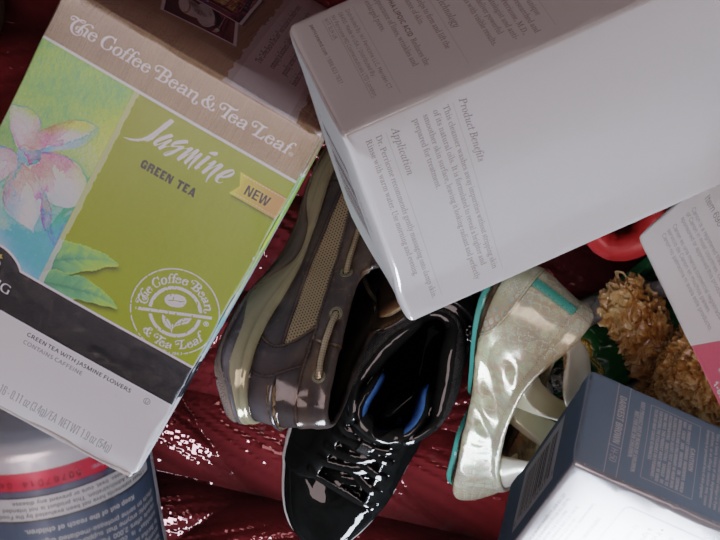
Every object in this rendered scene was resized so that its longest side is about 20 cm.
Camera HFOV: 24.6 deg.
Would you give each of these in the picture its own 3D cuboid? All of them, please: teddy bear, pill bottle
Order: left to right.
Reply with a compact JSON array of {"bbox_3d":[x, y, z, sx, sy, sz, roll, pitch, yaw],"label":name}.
[{"bbox_3d":[-0.167,0.166,0.944,0.118,0.120,0.202,-4,110,8],"label":"pill bottle"},{"bbox_3d":[0.180,0.057,0.824,0.199,0.067,0.146,-27,88,30],"label":"teddy bear"}]

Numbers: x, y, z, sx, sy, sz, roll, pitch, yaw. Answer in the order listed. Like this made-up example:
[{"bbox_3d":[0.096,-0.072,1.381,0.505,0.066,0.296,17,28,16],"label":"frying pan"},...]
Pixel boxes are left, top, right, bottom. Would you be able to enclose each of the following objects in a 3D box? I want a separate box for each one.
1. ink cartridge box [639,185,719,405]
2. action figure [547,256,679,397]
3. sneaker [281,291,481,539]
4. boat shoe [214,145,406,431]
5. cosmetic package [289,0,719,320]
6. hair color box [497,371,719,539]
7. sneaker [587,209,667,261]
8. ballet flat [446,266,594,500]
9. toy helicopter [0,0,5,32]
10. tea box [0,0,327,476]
[{"bbox_3d":[0.234,-0.015,0.685,0.084,0.146,0.200,24,124,-37],"label":"ink cartridge box"},{"bbox_3d":[0.181,0.024,0.890,0.199,0.055,0.119,-25,108,19],"label":"action figure"},{"bbox_3d":[0.001,0.086,0.899,0.073,0.112,0.201,25,111,-1],"label":"sneaker"},{"bbox_3d":[0.000,0.000,0.839,0.073,0.201,0.075,18,155,20],"label":"boat shoe"},{"bbox_3d":[0.084,-0.077,0.668,0.198,0.081,0.113,-23,134,-4],"label":"cosmetic package"},{"bbox_3d":[0.175,0.136,0.787,0.199,0.061,0.099,24,135,-3],"label":"hair color box"},{"bbox_3d":[0.132,-0.079,0.794,0.076,0.085,0.201,5,143,16],"label":"sneaker"},{"bbox_3d":[0.084,0.074,0.866,0.062,0.068,0.201,28,149,18],"label":"ballet flat"},{"bbox_3d":[-0.256,-0.191,0.847,0.132,0.079,0.201,-33,100,16],"label":"toy helicopter"},{"bbox_3d":[-0.103,-0.046,0.815,0.133,0.200,0.198,28,112,-4],"label":"tea box"}]
